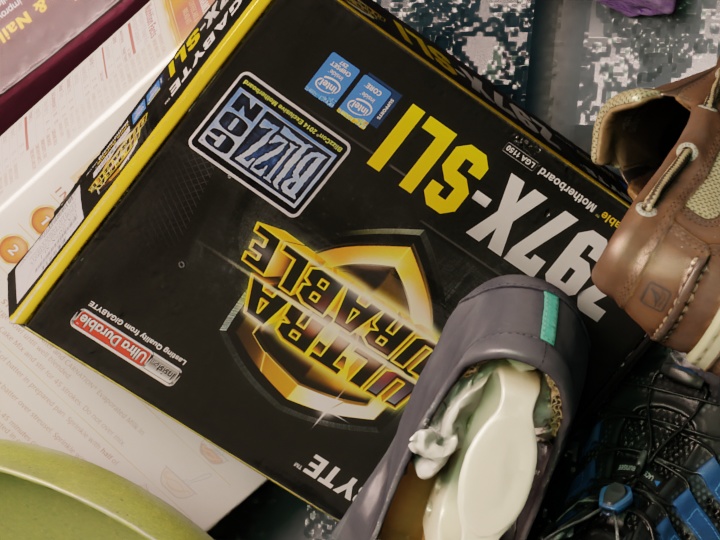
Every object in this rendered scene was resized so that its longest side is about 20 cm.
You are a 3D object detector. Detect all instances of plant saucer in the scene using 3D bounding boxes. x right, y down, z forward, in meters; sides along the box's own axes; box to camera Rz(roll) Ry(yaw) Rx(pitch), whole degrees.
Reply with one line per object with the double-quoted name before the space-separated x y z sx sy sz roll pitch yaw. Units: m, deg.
"plant saucer" -0.105 0.125 1.006 0.199 0.201 0.031 12 51 23

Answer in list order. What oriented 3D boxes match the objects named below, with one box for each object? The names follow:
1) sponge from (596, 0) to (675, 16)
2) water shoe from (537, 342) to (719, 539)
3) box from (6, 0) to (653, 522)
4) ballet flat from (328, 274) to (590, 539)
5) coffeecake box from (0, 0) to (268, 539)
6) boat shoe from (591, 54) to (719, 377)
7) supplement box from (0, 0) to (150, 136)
"sponge" 0.096 -0.209 1.023 0.030 0.111 0.201 5 79 52
"water shoe" 0.103 0.097 0.973 0.071 0.079 0.201 13 84 23
"box" 0.000 0.000 0.964 0.160 0.200 0.049 -51 23 12
"ballet flat" 0.028 0.097 0.950 0.073 0.073 0.201 32 113 24
"coffeecake box" -0.073 0.003 1.019 0.200 0.154 0.073 -40 23 9
"boat shoe" 0.120 -0.047 0.939 0.074 0.203 0.075 23 122 -2
"supplement box" -0.153 -0.153 1.122 0.110 0.086 0.201 -36 68 10
